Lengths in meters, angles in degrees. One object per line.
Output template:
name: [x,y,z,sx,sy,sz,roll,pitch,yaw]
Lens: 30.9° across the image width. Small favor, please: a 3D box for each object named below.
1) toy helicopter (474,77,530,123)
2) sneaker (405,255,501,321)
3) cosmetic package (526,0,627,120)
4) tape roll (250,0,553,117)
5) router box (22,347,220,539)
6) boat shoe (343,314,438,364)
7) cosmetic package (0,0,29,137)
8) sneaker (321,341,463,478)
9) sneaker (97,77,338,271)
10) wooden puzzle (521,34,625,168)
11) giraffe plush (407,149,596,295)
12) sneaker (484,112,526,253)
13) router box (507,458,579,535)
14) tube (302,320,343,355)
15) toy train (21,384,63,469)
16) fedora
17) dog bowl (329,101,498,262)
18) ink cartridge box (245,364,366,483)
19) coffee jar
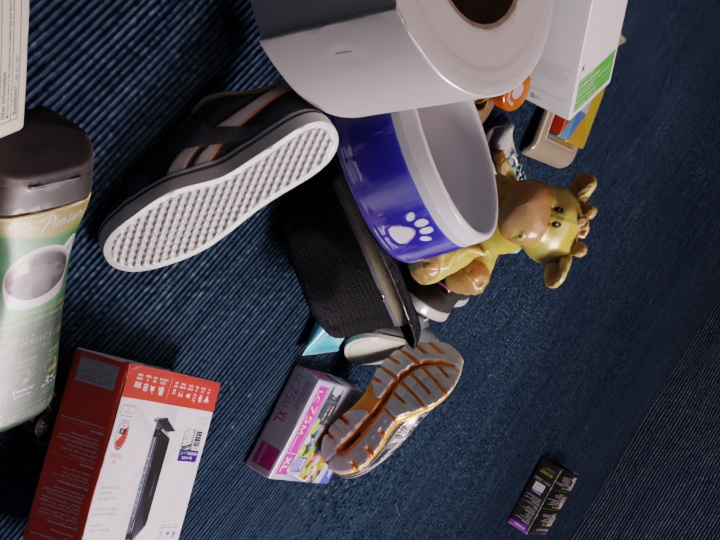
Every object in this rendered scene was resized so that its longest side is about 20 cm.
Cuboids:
toy helicopter: [0.089,-0.210,1.314,0.132,0.079,0.201,-46,143,-14]
sneaker: [0.106,-0.003,1.539,0.100,0.070,0.200,-58,166,17]
cosmetic package: [0.251,-0.295,1.526,0.107,0.084,0.202,-42,151,-35]
tape roll: [0.033,-0.221,0.959,0.201,0.138,0.206,3,85,-48]
router box: [-0.190,0.164,1.053,0.200,0.048,0.182,32,72,-74]
boat shoe: [0.033,0.073,1.520,0.199,0.072,0.063,15,59,-60]
cosmetic package: [-0.262,-0.097,0.654,0.199,0.073,0.105,-34,145,-49]
sneaker: [0.035,0.157,1.469,0.199,0.078,0.077,-40,157,-12]
sneaker: [-0.118,-0.076,0.999,0.198,0.080,0.079,-30,144,-11]
wooden puzzle: [0.292,-0.233,1.741,0.184,0.037,0.202,4,111,-66]
giraffe plush: [0.167,-0.052,1.422,0.198,0.161,0.176,-9,103,-42]
sneaker: [0.178,-0.103,1.576,0.078,0.086,0.202,-47,153,-33]
router box: [0.378,0.466,2.679,0.151,0.051,0.200,-60,157,-1]
tube: [0.000,0.000,1.370,0.077,0.050,0.202,4,117,-58]
toy train: [-0.236,0.135,1.022,0.201,0.034,0.046,82,30,-53]
fedora: [-0.016,-0.005,1.223,0.091,0.202,0.201,-24,152,-1]
dog bowl: [0.049,-0.112,1.158,0.200,0.078,0.202,50,31,-44]
ink cartridge box: [-0.048,0.177,1.463,0.121,0.042,0.200,-62,159,0]
coffee jar: [-0.230,-0.001,0.813,0.104,0.085,0.202,-21,135,-53]
